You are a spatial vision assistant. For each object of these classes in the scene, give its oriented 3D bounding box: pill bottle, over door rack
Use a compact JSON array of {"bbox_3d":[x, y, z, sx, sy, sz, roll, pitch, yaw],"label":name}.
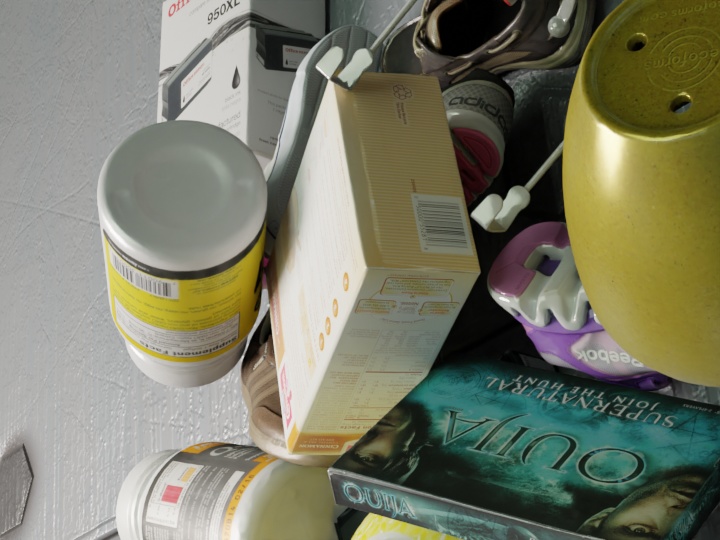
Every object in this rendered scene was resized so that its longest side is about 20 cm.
[{"bbox_3d":[-0.093,0.186,1.099,0.199,0.116,0.117,-1,77,53],"label":"pill bottle"},{"bbox_3d":[0.094,-0.134,0.869,0.200,0.067,0.148,-46,69,-3],"label":"over door rack"},{"bbox_3d":[-0.124,-0.004,1.051,0.200,0.113,0.115,100,163,-59],"label":"pill bottle"}]

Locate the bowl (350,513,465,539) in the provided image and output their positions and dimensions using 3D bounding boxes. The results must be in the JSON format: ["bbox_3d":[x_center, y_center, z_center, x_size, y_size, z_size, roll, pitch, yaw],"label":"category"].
[{"bbox_3d":[0.040,0.199,0.847,0.199,0.107,0.202,-22,61,47],"label":"bowl"}]

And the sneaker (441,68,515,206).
[{"bbox_3d":[0.051,-0.073,1.041,0.088,0.073,0.200,-62,9,-33],"label":"sneaker"}]

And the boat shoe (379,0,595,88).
[{"bbox_3d":[0.074,-0.171,1.041,0.199,0.073,0.075,-10,70,51],"label":"boat shoe"}]

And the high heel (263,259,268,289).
[{"bbox_3d":[-0.067,-0.044,1.163,0.200,0.096,0.068,-42,46,37],"label":"high heel"}]

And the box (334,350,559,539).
[{"bbox_3d":[0.073,0.173,0.941,0.200,0.046,0.160,-47,44,32],"label":"box"}]

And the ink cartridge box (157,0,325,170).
[{"bbox_3d":[-0.102,-0.158,1.263,0.144,0.084,0.202,-25,58,46],"label":"ink cartridge box"}]

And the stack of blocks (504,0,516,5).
[{"bbox_3d":[0.127,-0.282,0.968,0.200,0.059,0.115,-45,38,8],"label":"stack of blocks"}]

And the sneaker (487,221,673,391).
[{"bbox_3d":[0.172,0.031,0.843,0.199,0.089,0.081,9,47,35],"label":"sneaker"}]

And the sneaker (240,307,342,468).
[{"bbox_3d":[-0.047,0.078,1.064,0.200,0.070,0.076,-143,59,-66],"label":"sneaker"}]

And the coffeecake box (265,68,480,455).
[{"bbox_3d":[0.000,0.000,0.941,0.201,0.072,0.154,113,154,-49],"label":"coffeecake box"}]

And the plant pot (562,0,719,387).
[{"bbox_3d":[0.179,-0.064,0.740,0.199,0.142,0.201,-17,50,22],"label":"plant pot"}]

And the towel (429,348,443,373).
[{"bbox_3d":[0.011,0.057,1.049,0.200,0.022,0.148,136,137,-59],"label":"towel"}]

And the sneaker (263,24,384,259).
[{"bbox_3d":[-0.036,-0.096,1.107,0.071,0.073,0.201,-37,26,54],"label":"sneaker"}]

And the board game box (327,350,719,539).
[{"bbox_3d":[0.099,0.104,0.821,0.199,0.135,0.028,9,122,36],"label":"board game box"}]
